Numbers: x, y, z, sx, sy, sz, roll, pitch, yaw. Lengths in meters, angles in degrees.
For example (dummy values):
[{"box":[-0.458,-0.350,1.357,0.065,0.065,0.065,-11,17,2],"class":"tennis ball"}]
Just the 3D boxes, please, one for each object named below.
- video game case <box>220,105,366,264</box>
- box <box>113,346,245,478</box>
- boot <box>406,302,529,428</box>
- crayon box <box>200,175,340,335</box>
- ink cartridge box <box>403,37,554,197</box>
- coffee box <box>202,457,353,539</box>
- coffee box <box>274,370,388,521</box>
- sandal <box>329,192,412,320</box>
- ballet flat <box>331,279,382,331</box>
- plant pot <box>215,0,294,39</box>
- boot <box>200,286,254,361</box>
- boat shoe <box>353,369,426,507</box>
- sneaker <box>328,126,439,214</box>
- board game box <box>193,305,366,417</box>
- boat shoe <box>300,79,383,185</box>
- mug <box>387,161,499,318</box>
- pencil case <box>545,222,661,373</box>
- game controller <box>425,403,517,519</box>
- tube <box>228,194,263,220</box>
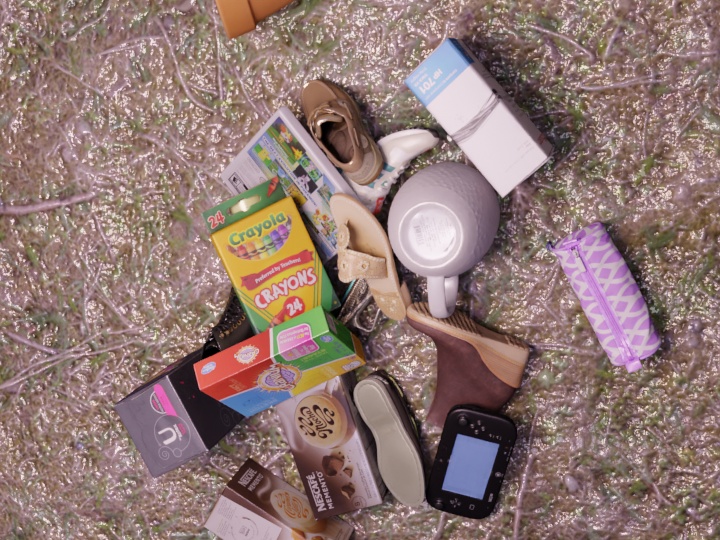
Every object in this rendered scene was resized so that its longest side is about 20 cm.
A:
[{"box":[-0.093,-0.105,1.573,0.201,0.022,0.182,52,136,0],"class":"video game case"},{"box":[-0.248,0.195,1.618,0.105,0.200,0.123,-28,95,20],"class":"box"},{"box":[0.128,0.148,1.575,0.197,0.073,0.168,23,110,-11],"class":"boot"},{"box":[-0.126,-0.014,1.540,0.126,0.051,0.202,-27,97,-10],"class":"crayon box"},{"box":[0.160,-0.206,1.470,0.086,0.146,0.201,-39,91,16],"class":"ink cartridge box"},{"box":[-0.121,0.387,1.675,0.198,0.114,0.080,32,107,4],"class":"coffee box"},{"box":[-0.041,0.253,1.646,0.111,0.080,0.203,-16,97,14],"class":"coffee box"},{"box":[0.004,0.000,1.507,0.077,0.070,0.213,3,133,41],"class":"sandal"},{"box":[-0.016,0.070,1.612,0.075,0.068,0.201,39,104,0],"class":"ballet flat"},{"box":[-0.140,-0.426,1.483,0.138,0.200,0.203,-16,98,-1],"class":"plant pot"},{"box":[-0.177,0.056,1.601,0.076,0.138,0.204,4,101,27],"class":"boot"},{"box":[0.054,0.245,1.633,0.071,0.060,0.204,-17,97,27],"class":"boat shoe"},{"box":[0.031,-0.131,1.541,0.197,0.070,0.095,-19,85,27],"class":"sneaker"},{"box":[-0.108,0.129,1.538,0.198,0.153,0.041,-25,62,11],"class":"board game box"},{"box":[-0.036,-0.201,1.515,0.071,0.064,0.201,-45,53,14],"class":"boat shoe"},{"box":[0.109,-0.037,1.502,0.145,0.175,0.204,0,102,13],"class":"mug"},{"box":[0.335,0.032,1.512,0.083,0.085,0.202,-29,95,19],"class":"pencil case"},{"box":[0.158,0.277,1.599,0.103,0.042,0.202,18,125,11],"class":"game controller"},{"box":[-0.131,-0.009,1.590,0.057,0.052,0.203,-22,95,4],"class":"tube"}]
